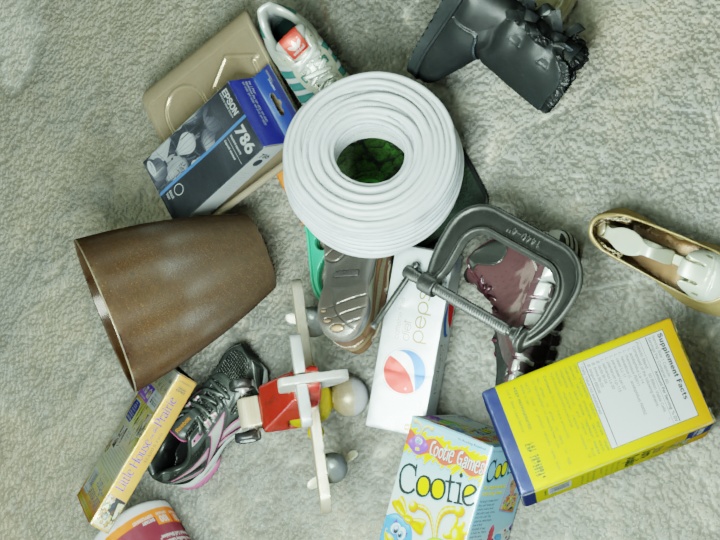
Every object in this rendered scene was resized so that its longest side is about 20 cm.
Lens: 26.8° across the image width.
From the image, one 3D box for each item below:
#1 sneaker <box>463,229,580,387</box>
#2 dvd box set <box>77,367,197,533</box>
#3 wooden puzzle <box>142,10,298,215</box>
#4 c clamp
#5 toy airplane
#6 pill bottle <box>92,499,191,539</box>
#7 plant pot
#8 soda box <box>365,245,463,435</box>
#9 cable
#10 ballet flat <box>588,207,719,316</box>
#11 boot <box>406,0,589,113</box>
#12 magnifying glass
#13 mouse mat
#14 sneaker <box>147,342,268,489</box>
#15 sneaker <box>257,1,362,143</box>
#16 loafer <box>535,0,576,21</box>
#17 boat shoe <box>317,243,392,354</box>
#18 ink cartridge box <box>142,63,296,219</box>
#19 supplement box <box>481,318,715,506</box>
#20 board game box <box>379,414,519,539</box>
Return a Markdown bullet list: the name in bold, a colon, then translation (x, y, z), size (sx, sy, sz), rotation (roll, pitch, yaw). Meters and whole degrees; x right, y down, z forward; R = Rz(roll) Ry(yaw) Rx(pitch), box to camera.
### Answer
- **sneaker**: translation (0.153, 0.046, 1.604), size (0.115, 0.076, 0.202), rotation (16, 85, 31)
- **dvd box set**: translation (-0.267, 0.202, 1.793), size (0.201, 0.029, 0.146), rotation (-60, 16, -5)
- **wooden puzzle**: translation (-0.157, -0.180, 1.823), size (0.184, 0.046, 0.202), rotation (-33, 72, 26)
- **c clamp**: translation (0.128, 0.021, 1.568), size (0.199, 0.027, 0.172), rotation (24, 83, 33)
- **toy airplane**: translation (-0.051, 0.136, 1.681), size (0.199, 0.140, 0.202), rotation (-129, 45, -54)
- **pill bottle**: translation (-0.226, 0.383, 1.785), size (0.114, 0.114, 0.201), rotation (-46, 65, 20)
- **plant pot**: translation (-0.205, 0.015, 1.753), size (0.198, 0.187, 0.188), rotation (-23, 70, -13)
- **soda box**: translation (0.059, 0.076, 1.652), size (0.067, 0.064, 0.202), rotation (10, 92, 14)
- **cable**: translation (0.014, -0.117, 1.635), size (0.198, 0.069, 0.201), rotation (-25, 67, -8)
- **ballet flat**: translation (0.312, -0.006, 1.511), size (0.199, 0.063, 0.069), rotation (25, 100, 30)
- **boot**: translation (0.146, -0.226, 1.613), size (0.162, 0.074, 0.199), rotation (37, 149, 3)
- **magnifying glass**: translation (-0.047, -0.040, 1.761), size (0.079, 0.022, 0.201), rotation (-38, 67, 23)
- **mouse mat**: translation (0.034, -0.088, 1.711), size (0.199, 0.008, 0.162), rotation (-34, 70, 20)
- **sneaker**: translation (-0.183, 0.179, 1.790), size (0.080, 0.086, 0.201), rotation (34, 103, 27)
- **sneaker**: translation (-0.058, -0.229, 1.732), size (0.070, 0.093, 0.201), rotation (-38, 65, 7)
- **loafer**: translation (0.204, -0.344, 1.600), size (0.075, 0.068, 0.202), rotation (27, 101, 30)
- **boat shoe**: translation (0.000, 0.000, 1.665), size (0.075, 0.072, 0.202), rotation (1, 59, 25)
- **ink cartridge box**: translation (-0.163, -0.146, 1.776), size (0.200, 0.039, 0.100), rotation (-40, 69, 23)
- **supplement box**: translation (0.231, 0.141, 1.482), size (0.198, 0.110, 0.110), rotation (-21, 74, 3)
- **board game box**: translation (0.094, 0.264, 1.602), size (0.102, 0.105, 0.202), rotation (18, 95, 32)
